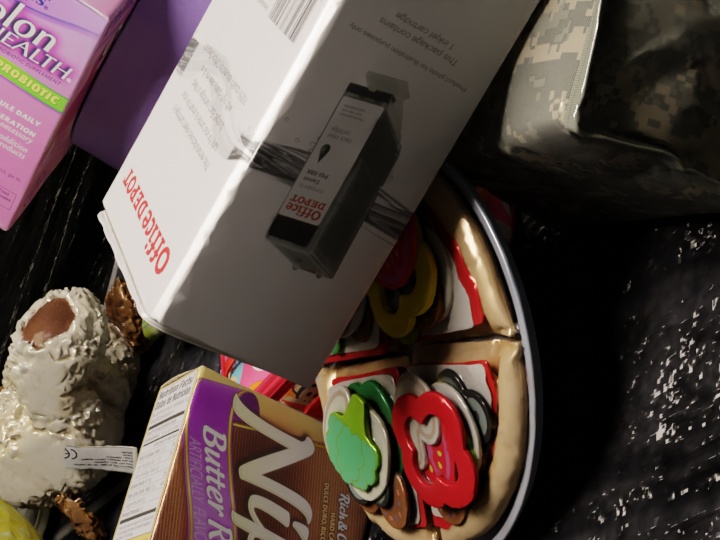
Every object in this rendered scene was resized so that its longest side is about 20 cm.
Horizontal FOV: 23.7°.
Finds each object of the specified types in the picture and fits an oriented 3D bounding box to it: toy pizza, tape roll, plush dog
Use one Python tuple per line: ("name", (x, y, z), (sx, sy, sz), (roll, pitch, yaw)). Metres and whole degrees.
("toy pizza", (0.015, 0.038, 0.783), (0.200, 0.031, 0.202), (30, 125, 55))
("tape roll", (-0.120, -0.156, 1.218), (0.201, 0.085, 0.200), (-58, 5, 8))
("plush dog", (-0.217, 0.097, 1.257), (0.199, 0.161, 0.172), (-34, 15, 23))

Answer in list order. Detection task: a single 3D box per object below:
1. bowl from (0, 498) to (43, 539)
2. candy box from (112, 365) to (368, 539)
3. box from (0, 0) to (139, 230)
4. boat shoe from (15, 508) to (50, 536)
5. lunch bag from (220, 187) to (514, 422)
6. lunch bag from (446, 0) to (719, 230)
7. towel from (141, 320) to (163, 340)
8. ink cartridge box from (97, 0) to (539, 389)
("bowl", (-0.252, 0.258, 1.158), (0.200, 0.107, 0.201), (-48, 27, 34))
("candy box", (-0.068, 0.163, 0.851), (0.056, 0.116, 0.201), (-26, 43, 55))
("box", (-0.214, -0.163, 1.167), (0.200, 0.096, 0.176), (-56, 6, 38))
("boat shoe", (-0.301, 0.185, 1.391), (0.075, 0.068, 0.200), (-64, 23, 1))
("lunch bag", (0.000, 0.000, 0.932), (0.200, 0.081, 0.177), (-47, 33, 34))
("lunch bag", (0.116, -0.129, 0.758), (0.164, 0.117, 0.202), (-5, 67, 65))
("towel", (-0.095, -0.026, 1.171), (0.200, 0.023, 0.145), (-21, 49, 62))
("ink cartridge box", (-0.024, -0.072, 0.750), (0.201, 0.082, 0.147), (-59, 26, 12))
